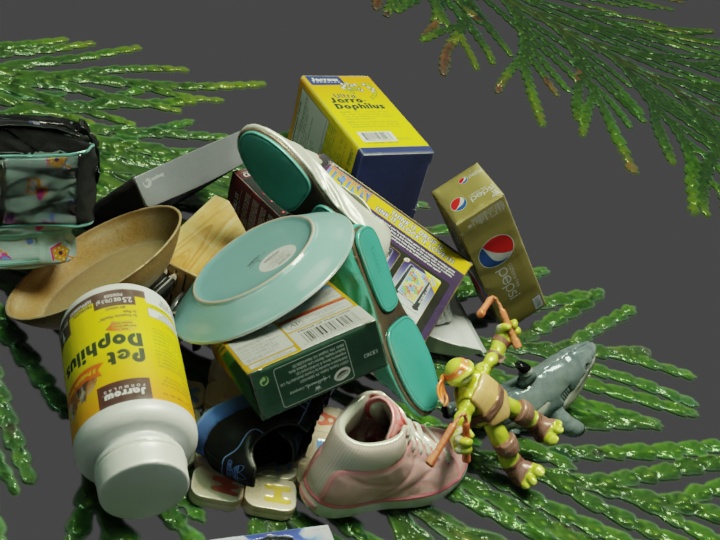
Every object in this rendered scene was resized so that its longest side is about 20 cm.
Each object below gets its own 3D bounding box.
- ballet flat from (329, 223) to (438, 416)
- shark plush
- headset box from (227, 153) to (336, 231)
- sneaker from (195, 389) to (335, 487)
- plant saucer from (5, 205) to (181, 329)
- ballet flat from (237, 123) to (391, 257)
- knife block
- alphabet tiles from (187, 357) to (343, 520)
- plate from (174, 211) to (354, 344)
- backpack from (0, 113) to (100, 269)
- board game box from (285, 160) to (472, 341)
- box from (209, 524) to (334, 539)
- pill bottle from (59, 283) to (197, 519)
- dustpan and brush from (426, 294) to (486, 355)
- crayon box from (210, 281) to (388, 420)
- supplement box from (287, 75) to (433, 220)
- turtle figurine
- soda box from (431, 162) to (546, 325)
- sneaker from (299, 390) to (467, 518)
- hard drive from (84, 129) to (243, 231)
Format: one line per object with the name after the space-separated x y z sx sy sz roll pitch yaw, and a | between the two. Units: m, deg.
0.015 0.053 1.163 0.067 0.070 0.202 -29 99 -51 | ballet flat
0.162 0.121 1.239 0.197 0.084 0.091 -1 37 -25 | shark plush
-0.059 -0.060 1.407 0.147 0.076 0.200 -16 46 -40 | headset box
-0.064 0.135 1.103 0.077 0.071 0.199 31 44 29 | sneaker
-0.262 0.003 1.186 0.198 0.036 0.201 -22 24 10 | plant saucer
-0.045 -0.081 1.223 0.200 0.069 0.069 44 35 -2 | ballet flat
-0.197 0.002 1.263 0.173 0.065 0.201 -2 39 -29 | knife block
-0.107 0.156 1.129 0.193 0.015 0.201 12 33 -8 | alphabet tiles
-0.098 -0.003 1.126 0.198 0.026 0.201 -24 25 12 | plate
-0.380 -0.086 1.211 0.197 0.156 0.176 5 17 -22 | backpack
0.000 0.000 1.262 0.199 0.057 0.166 36 49 1 | board game box
-0.047 0.296 0.921 0.120 0.048 0.201 -1 37 -27 | box
-0.206 0.115 1.045 0.108 0.110 0.201 1 43 -23 | pill bottle
0.038 0.037 1.321 0.197 0.058 0.140 -4 43 -21 | dustpan and brush
-0.071 0.059 1.102 0.124 0.052 0.200 -22 24 -15 | crayon box
-0.005 -0.161 1.547 0.108 0.110 0.201 -5 39 -29 | supplement box
0.123 0.140 1.143 0.161 0.064 0.201 47 48 -27 | turtle figurine
0.149 -0.024 1.341 0.064 0.201 0.068 -31 45 -3 | soda box
0.040 0.163 1.098 0.198 0.106 0.075 -6 39 -40 | sneaker
-0.221 -0.099 1.352 0.199 0.134 0.043 -34 97 -51 | hard drive
